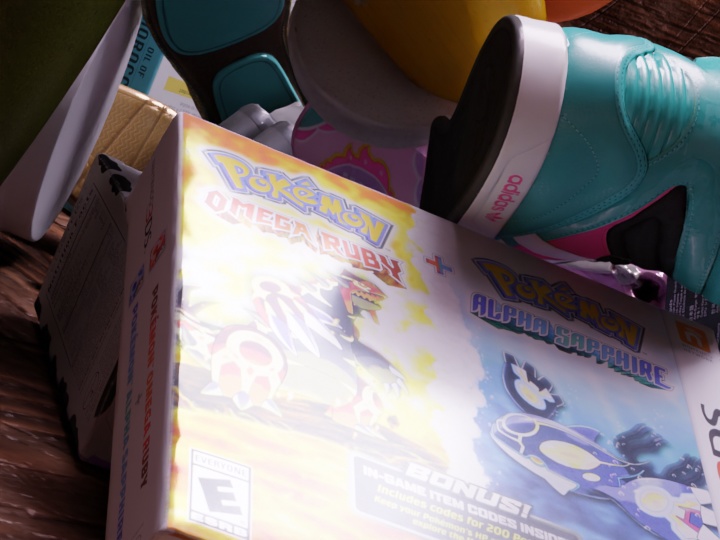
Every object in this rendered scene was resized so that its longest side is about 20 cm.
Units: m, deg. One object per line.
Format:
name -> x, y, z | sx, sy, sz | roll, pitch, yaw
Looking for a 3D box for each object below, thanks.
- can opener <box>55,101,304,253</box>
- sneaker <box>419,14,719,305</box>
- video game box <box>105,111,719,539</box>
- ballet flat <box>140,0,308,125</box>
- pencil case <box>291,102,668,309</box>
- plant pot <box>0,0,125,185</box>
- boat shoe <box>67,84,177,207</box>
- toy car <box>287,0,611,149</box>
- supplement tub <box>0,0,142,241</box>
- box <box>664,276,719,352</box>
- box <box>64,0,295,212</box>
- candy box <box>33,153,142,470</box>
can opener -> -0.037, -0.036, 0.941 | 0.053, 0.200, 0.067 | 32, -25, 52
sneaker -> 0.086, -0.026, 0.728 | 0.120, 0.084, 0.200 | 11, -14, -6
video game box -> 0.027, 0.054, 0.611 | 0.200, 0.047, 0.182 | 21, 32, -19
ballet flat -> -0.062, -0.116, 0.958 | 0.071, 0.071, 0.200 | 27, -26, 28
pencil case -> 0.065, -0.021, 0.854 | 0.200, 0.088, 0.087 | 40, 14, 30
plant pot -> -0.175, -0.090, 0.706 | 0.200, 0.193, 0.200 | 23, 6, -3
boat shoe -> -0.084, -0.021, 1.047 | 0.200, 0.071, 0.069 | 35, -22, -9
toy car -> 0.018, -0.160, 0.789 | 0.200, 0.150, 0.175 | 46, -27, 12
supplement tub -> -0.209, -0.108, 0.931 | 0.200, 0.145, 0.145 | 23, 7, -1
box -> 0.192, 0.065, 0.781 | 0.193, 0.201, 0.047 | 18, -22, -28
box -> -0.090, -0.114, 1.156 | 0.082, 0.200, 0.049 | 17, 9, -45
candy box -> -0.023, 0.036, 0.772 | 0.167, 0.072, 0.200 | 22, 7, -17
